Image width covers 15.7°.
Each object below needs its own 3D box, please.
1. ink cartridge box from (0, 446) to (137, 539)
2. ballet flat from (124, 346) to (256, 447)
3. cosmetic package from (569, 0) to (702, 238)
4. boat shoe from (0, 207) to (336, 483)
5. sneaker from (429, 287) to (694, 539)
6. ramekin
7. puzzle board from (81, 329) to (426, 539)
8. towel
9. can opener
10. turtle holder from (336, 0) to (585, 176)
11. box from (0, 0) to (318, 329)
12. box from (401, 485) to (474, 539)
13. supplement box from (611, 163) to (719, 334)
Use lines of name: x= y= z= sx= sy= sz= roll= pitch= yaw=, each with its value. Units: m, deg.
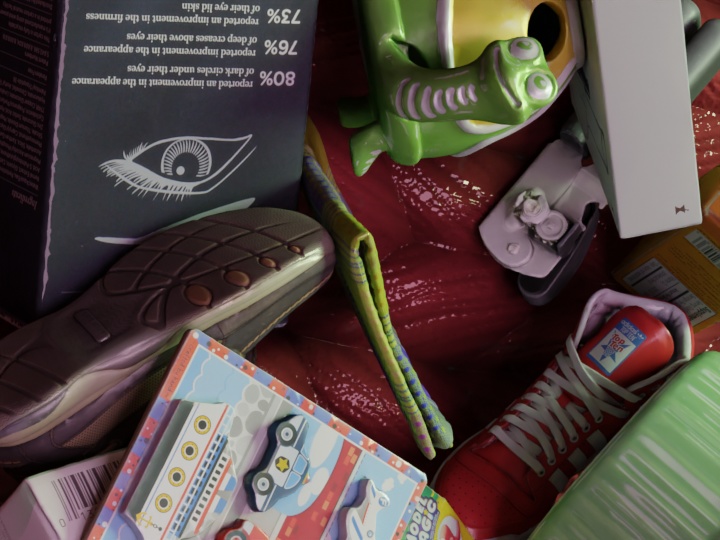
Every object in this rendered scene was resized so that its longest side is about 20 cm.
ink cartridge box: x=-0.129 y=0.142 z=1.328 sx=0.161 sy=0.200 sz=0.050 roll=-16 pitch=73 yaw=-37
ballet flat: x=-0.119 y=0.112 z=1.424 sx=0.200 sy=0.067 sz=0.046 roll=-59 pitch=155 yaw=-3
cosmetic package: x=0.138 y=-0.142 z=1.405 sx=0.052 sy=0.151 sz=0.200 roll=-12 pitch=123 yaw=-2
boat shoe: x=-0.100 y=0.038 z=1.285 sx=0.200 sy=0.075 sz=0.073 roll=-28 pitch=131 yaw=-11
sneaker: x=0.117 y=0.082 z=1.503 sx=0.200 sy=0.071 sz=0.113 roll=-35 pitch=160 yaw=-40
ramekin: x=0.173 y=0.140 z=1.470 sx=0.098 sy=0.200 sz=0.200 roll=42 pitch=77 yaw=11
puzzle board: x=-0.063 y=0.150 z=1.237 sx=0.151 sy=0.017 sz=0.200 roll=34 pitch=71 yaw=-26
towel: x=0.000 y=0.000 z=1.385 sx=0.023 sy=0.200 sz=0.144 roll=-23 pitch=115 yaw=-2
can opener: x=0.144 y=-0.073 z=1.542 sx=0.200 sy=0.053 sz=0.066 roll=-51 pitch=158 yaw=-8
turtle holder: x=0.048 y=-0.131 z=1.369 sx=0.131 sy=0.186 sz=0.141 roll=-10 pitch=85 yaw=-2
box: x=-0.114 y=-0.074 z=1.341 sx=0.148 sy=0.104 sz=0.200 roll=0 pitch=104 yaw=-31
box: x=0.044 y=0.211 z=1.440 sx=0.200 sy=0.048 sz=0.117 roll=58 pitch=36 yaw=-46
supplement box: x=0.209 y=-0.018 z=1.498 sx=0.069 sy=0.200 sz=0.067 roll=42 pitch=76 yaw=-3
